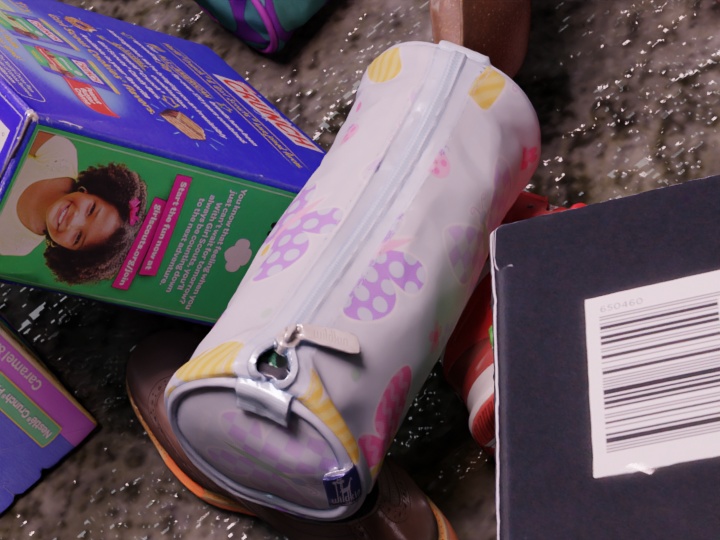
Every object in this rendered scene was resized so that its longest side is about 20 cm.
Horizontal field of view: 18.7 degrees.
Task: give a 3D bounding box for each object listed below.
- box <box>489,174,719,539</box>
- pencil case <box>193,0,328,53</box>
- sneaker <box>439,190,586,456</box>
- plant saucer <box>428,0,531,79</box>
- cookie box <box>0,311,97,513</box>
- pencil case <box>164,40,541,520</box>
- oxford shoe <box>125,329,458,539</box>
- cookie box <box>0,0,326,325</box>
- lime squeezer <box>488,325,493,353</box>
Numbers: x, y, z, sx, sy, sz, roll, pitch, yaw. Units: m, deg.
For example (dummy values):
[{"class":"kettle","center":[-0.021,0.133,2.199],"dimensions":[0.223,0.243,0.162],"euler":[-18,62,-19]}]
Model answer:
[{"class":"box","center":[0.123,0.089,0.724],"dimensions":[0.107,0.200,0.149],"euler":[-13,48,17]},{"class":"pencil case","center":[-0.007,-0.201,1.102],"dimensions":[0.085,0.092,0.200],"euler":[45,78,-1]},{"class":"sneaker","center":[0.112,-0.017,0.903],"dimensions":[0.200,0.078,0.116],"euler":[-30,48,0]},{"class":"plant saucer","center":[0.051,-0.163,0.980],"dimensions":[0.037,0.201,0.201],"euler":[-4,49,-2]},{"class":"cookie box","center":[-0.231,0.000,0.992],"dimensions":[0.075,0.171,0.200],"euler":[-42,48,-5]},{"class":"pencil case","center":[0.000,0.000,0.850],"dimensions":[0.083,0.091,0.200],"euler":[13,50,23]},{"class":"oxford shoe","center":[-0.038,0.066,0.909],"dimensions":[0.071,0.073,0.200],"euler":[-47,48,-14]},{"class":"cookie box","center":[-0.113,-0.052,0.944],"dimensions":[0.171,0.200,0.075],"euler":[43,111,43]},{"class":"lime squeezer","center":[0.079,0.037,0.837],"dimensions":[0.200,0.071,0.038],"euler":[-66,18,4]}]
